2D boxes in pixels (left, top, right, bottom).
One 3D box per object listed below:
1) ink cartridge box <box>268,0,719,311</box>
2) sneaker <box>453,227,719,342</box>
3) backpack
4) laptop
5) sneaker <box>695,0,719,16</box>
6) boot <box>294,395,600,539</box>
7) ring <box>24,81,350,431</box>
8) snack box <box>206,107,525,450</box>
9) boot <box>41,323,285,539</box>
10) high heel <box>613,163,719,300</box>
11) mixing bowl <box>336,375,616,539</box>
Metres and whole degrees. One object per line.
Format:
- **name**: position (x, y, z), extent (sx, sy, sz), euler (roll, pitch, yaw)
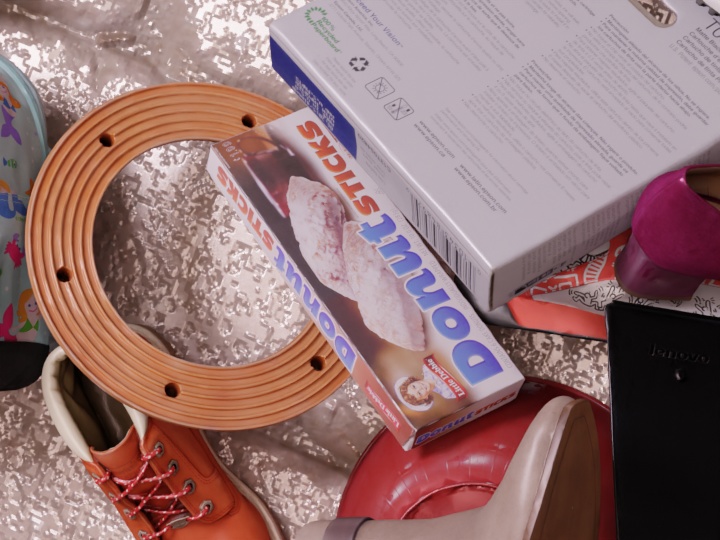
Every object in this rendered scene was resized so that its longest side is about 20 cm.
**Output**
- **ink cartridge box**: position (0.087, -0.099, 1.103), extent (0.199, 0.041, 0.200), euler (-30, 59, -18)
- **sneaker**: position (0.149, -0.014, 1.115), extent (0.200, 0.067, 0.109), euler (9, 92, 17)
- **backpack**: position (-0.248, -0.030, 1.165), extent (0.177, 0.150, 0.201), euler (-6, 91, 27)
- **laptop**: position (0.181, 0.141, 1.067), extent (0.186, 0.116, 0.201), euler (9, 122, -23)
- **sneaker**: position (0.258, -0.148, 1.079), extent (0.199, 0.070, 0.094), euler (28, 117, 9)
- **boot**: position (0.032, 0.144, 1.011), extent (0.146, 0.070, 0.201), euler (14, 100, 36)
- **ring**: position (-0.082, -0.008, 1.146), extent (0.199, 0.019, 0.201), euler (7, 67, -17)
- **snack box**: position (0.000, 0.000, 1.121), extent (0.072, 0.024, 0.200), euler (-23, 63, -27)
- **boot**: position (-0.108, 0.122, 1.153), extent (0.075, 0.107, 0.201), euler (-33, 82, 9)
- **high heel**: position (0.228, -0.023, 1.050), extent (0.199, 0.096, 0.068), euler (-8, 65, -16)
- **mixing bowl**: position (0.069, 0.154, 1.106), extent (0.199, 0.108, 0.201), euler (-1, 87, 13)
